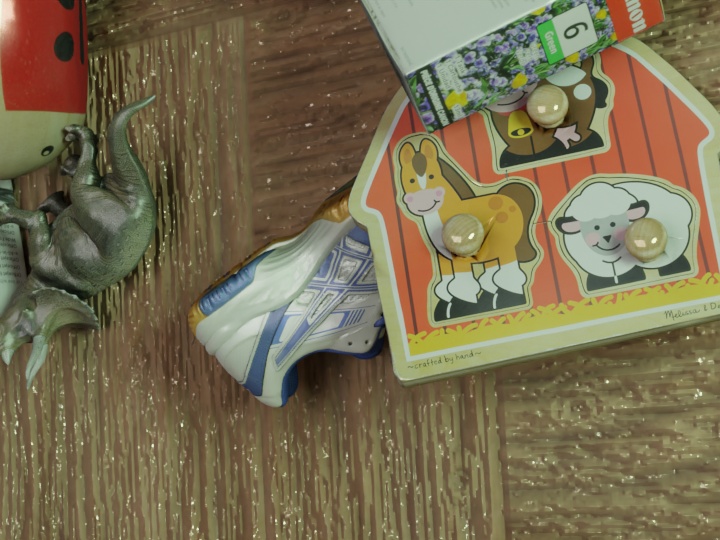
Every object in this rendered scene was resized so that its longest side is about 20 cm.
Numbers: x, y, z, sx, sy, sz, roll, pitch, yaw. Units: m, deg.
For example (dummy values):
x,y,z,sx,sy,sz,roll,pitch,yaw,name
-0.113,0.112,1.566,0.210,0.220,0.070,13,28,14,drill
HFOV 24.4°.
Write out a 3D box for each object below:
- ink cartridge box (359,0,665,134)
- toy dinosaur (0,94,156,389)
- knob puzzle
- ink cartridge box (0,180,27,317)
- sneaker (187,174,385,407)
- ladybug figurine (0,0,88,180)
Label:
x,y,z,sx,sy,sz,roll,pitch,yaw,name
0.101,-0.160,0.859,0.200,0.050,0.109,-25,47,2,ink cartridge box
-0.171,-0.028,1.072,0.200,0.077,0.102,-46,75,18,toy dinosaur
0.088,-0.055,0.854,0.219,0.030,0.220,-5,67,12,knob puzzle
-0.318,-0.041,1.156,0.145,0.084,0.200,-20,76,32,ink cartridge box
0.000,0.000,0.951,0.200,0.075,0.088,-36,96,20,sneaker
-0.216,-0.159,1.077,0.072,0.136,0.200,-2,99,-1,ladybug figurine
